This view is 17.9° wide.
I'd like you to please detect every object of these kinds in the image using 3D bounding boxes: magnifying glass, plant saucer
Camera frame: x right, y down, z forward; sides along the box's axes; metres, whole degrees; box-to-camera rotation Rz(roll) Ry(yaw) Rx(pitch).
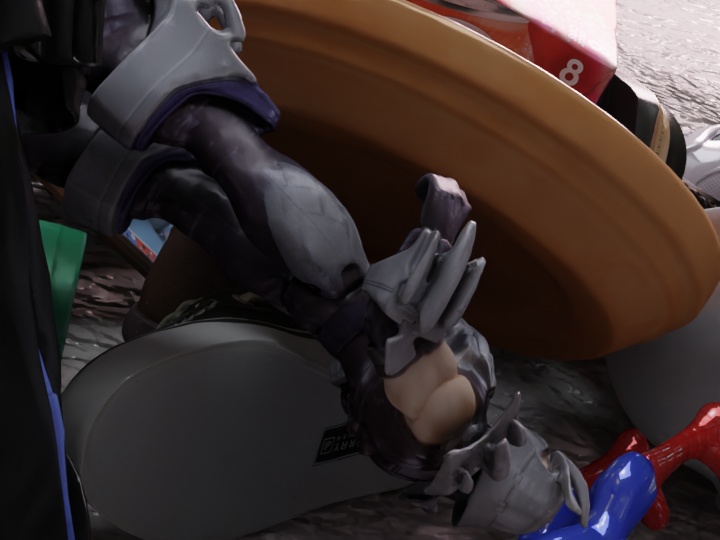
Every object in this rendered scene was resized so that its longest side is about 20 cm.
[{"bbox_3d":[-0.106,0.014,0.760,0.022,0.080,0.200,13,10,-9],"label":"magnifying glass"},{"bbox_3d":[0.017,-0.026,0.725,0.199,0.038,0.200,25,-16,8],"label":"plant saucer"}]

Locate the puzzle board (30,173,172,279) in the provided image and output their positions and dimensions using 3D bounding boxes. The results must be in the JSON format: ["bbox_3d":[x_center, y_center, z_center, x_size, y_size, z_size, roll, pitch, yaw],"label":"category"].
[{"bbox_3d":[-0.121,-0.098,0.840,0.200,0.017,0.152,46,27,-44],"label":"puzzle board"}]

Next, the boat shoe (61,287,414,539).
[{"bbox_3d":[-0.037,0.041,0.742,0.063,0.071,0.199,30,16,32],"label":"boat shoe"}]

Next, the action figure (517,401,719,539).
[{"bbox_3d":[0.040,0.096,0.656,0.199,0.052,0.065,-22,4,-42],"label":"action figure"}]

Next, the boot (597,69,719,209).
[{"bbox_3d":[0.132,-0.026,0.958,0.137,0.078,0.200,17,-6,-12],"label":"boot"}]

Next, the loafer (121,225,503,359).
[{"bbox_3d":[0.000,0.000,0.868,0.073,0.072,0.199,30,23,33],"label":"loafer"}]

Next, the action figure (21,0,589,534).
[{"bbox_3d":[-0.009,0.000,0.626,0.200,0.130,0.069,44,67,4],"label":"action figure"}]

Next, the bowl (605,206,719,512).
[{"bbox_3d":[0.175,0.042,0.814,0.199,0.091,0.201,3,-13,1],"label":"bowl"}]

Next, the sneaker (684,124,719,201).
[{"bbox_3d":[0.229,-0.009,1.068,0.198,0.076,0.115,15,17,-16],"label":"sneaker"}]

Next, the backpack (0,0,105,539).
[{"bbox_3d":[-0.157,-0.001,0.607,0.153,0.202,0.190,-8,25,-23],"label":"backpack"}]

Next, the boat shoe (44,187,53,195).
[{"bbox_3d":[-0.064,-0.053,0.992,0.063,0.073,0.199,51,31,16],"label":"boat shoe"}]

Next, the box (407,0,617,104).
[{"bbox_3d":[0.037,-0.096,0.895,0.099,0.096,0.200,30,23,-6],"label":"box"}]
